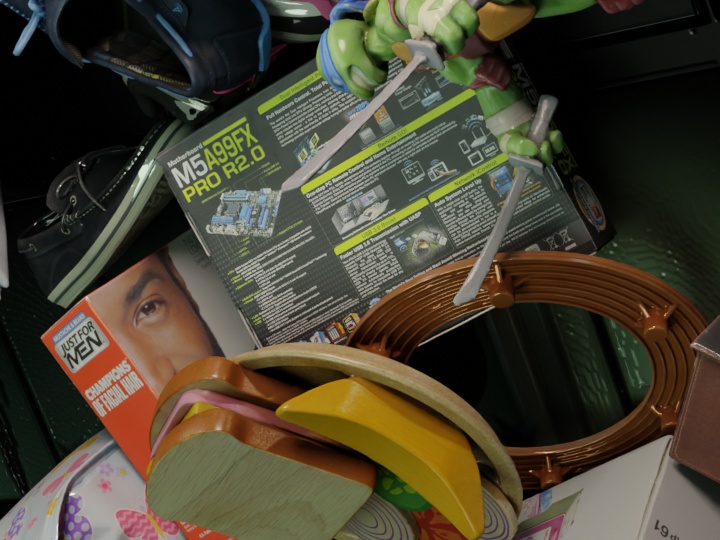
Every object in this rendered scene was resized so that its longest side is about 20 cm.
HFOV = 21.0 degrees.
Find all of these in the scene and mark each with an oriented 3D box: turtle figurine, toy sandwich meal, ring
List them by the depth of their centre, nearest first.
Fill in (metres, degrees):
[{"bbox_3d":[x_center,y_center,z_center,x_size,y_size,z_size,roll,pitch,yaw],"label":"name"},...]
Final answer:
[{"bbox_3d":[0.077,-0.095,0.889,0.194,0.200,0.144,-30,124,20],"label":"turtle figurine"},{"bbox_3d":[0.088,0.061,1.015,0.200,0.019,0.201,2,140,1],"label":"ring"},{"bbox_3d":[-0.015,0.111,1.020,0.204,0.070,0.205,14,145,10],"label":"toy sandwich meal"}]

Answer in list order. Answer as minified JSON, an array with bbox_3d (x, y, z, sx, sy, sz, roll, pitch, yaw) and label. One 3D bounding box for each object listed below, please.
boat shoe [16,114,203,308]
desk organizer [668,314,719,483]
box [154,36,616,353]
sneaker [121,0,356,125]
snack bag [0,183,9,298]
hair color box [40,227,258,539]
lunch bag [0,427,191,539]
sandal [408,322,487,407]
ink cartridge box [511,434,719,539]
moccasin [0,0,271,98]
[{"bbox_3d":[-0.158,-0.044,1.195,0.062,0.075,0.200,47,140,-2],"label":"boat shoe"},{"bbox_3d":[0.256,0.091,0.943,0.200,0.072,0.077,28,132,24],"label":"desk organizer"},{"bbox_3d":[0.011,-0.040,1.026,0.200,0.044,0.161,-29,90,24],"label":"box"},{"bbox_3d":[-0.069,-0.124,1.076,0.199,0.074,0.088,0,115,44],"label":"sneaker"},{"bbox_3d":[-0.291,-0.081,1.179,0.021,0.189,0.200,-42,115,8],"label":"snack bag"},{"bbox_3d":[-0.089,0.085,1.189,0.200,0.111,0.064,53,134,0],"label":"hair color box"},{"bbox_3d":[-0.163,0.178,1.240,0.127,0.200,0.170,53,134,1],"label":"lunch bag"},{"bbox_3d":[0.000,0.000,1.090,0.200,0.075,0.045,57,179,0],"label":"sandal"},{"bbox_3d":[0.141,0.191,1.060,0.144,0.085,0.200,41,138,-16],"label":"ink cartridge box"},{"bbox_3d":[-0.139,-0.145,1.017,0.199,0.068,0.081,19,131,32],"label":"moccasin"}]
